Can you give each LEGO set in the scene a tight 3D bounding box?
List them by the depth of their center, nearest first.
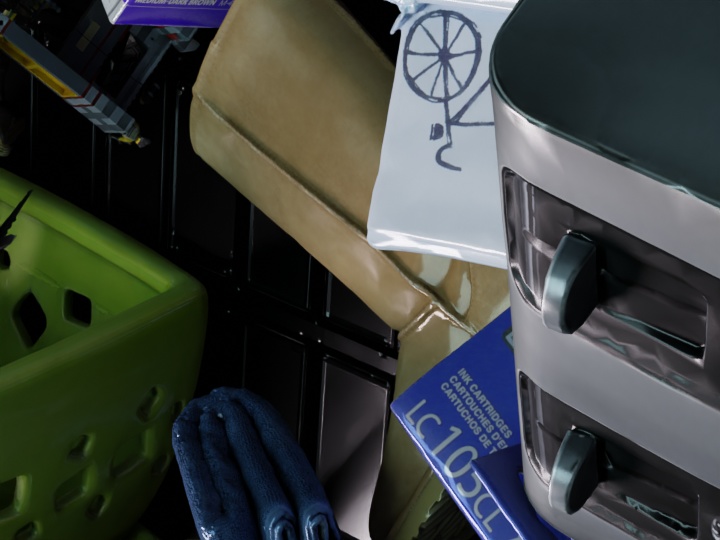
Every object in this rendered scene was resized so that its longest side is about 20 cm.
[{"bbox_3d":[-0.162,-0.073,0.917,0.116,0.201,0.154,38,158,-23],"label":"LEGO set"}]

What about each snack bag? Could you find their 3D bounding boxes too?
[{"bbox_3d":[0.078,-0.090,0.720,0.188,0.021,0.201,13,94,41],"label":"snack bag"}]

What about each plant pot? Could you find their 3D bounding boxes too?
[{"bbox_3d":[-0.206,0.080,0.974,0.199,0.199,0.182,28,126,36],"label":"plant pot"}]

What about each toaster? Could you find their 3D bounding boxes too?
[{"bbox_3d":[0.120,-0.027,0.528,0.118,0.200,0.181,23,150,23],"label":"toaster"}]

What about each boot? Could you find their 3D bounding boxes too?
[{"bbox_3d":[0.000,0.000,0.837,0.200,0.066,0.176,43,116,27],"label":"boot"}]

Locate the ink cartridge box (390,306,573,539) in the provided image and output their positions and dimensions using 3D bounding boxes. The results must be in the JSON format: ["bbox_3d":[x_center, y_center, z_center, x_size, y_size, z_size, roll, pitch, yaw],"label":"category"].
[{"bbox_3d":[0.091,0.085,0.665,0.076,0.200,0.137,-38,67,5],"label":"ink cartridge box"}]

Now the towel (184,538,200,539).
[{"bbox_3d":[-0.125,0.190,0.958,0.023,0.143,0.200,60,138,34],"label":"towel"}]

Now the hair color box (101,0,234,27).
[{"bbox_3d":[-0.050,-0.199,0.812,0.200,0.065,0.110,-46,59,41],"label":"hair color box"}]

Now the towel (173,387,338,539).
[{"bbox_3d":[-0.016,0.148,0.837,0.112,0.048,0.201,-120,7,-60],"label":"towel"}]
